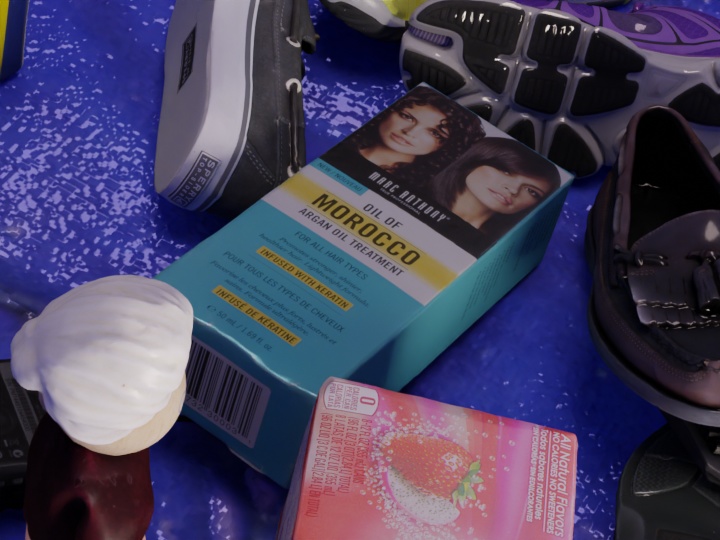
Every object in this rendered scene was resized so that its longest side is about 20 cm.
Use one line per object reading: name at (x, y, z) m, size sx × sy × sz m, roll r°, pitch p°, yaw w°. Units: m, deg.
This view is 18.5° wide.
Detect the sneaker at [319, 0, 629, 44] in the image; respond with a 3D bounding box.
sneaker at (0.059, -0.159, 1.022) m, size 0.200 × 0.077 × 0.075 m, roll -18°, pitch 55°, yaw -36°

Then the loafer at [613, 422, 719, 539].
loafer at (0.120, 0.115, 0.806) m, size 0.072 × 0.063 × 0.200 m, roll 17°, pitch 26°, yaw 14°

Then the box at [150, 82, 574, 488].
box at (0.000, 0.000, 0.868) m, size 0.082 × 0.049 × 0.200 m, roll 33°, pitch 40°, yaw 16°

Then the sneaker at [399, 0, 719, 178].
sneaker at (0.110, -0.087, 0.996) m, size 0.199 × 0.081 × 0.084 m, roll 10°, pitch 29°, yaw -16°

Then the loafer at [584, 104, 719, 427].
loafer at (0.125, -0.007, 0.870) m, size 0.072 × 0.063 × 0.200 m, roll 2°, pitch 23°, yaw -5°

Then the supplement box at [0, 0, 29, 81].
supplement box at (-0.238, -0.104, 0.879) m, size 0.109 × 0.110 × 0.200 m, roll 37°, pitch 49°, yaw 19°

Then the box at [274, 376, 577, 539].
box at (0.010, 0.147, 0.717) m, size 0.094 × 0.103 × 0.200 m, roll 12°, pitch 45°, yaw -3°

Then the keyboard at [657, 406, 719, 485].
keyboard at (0.206, 0.054, 0.878) m, size 0.199 × 0.021 × 0.127 m, roll 6°, pitch 25°, yaw -19°

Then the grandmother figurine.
grandmother figurine at (-0.084, 0.074, 0.690) m, size 0.060 × 0.200 × 0.122 m, roll -8°, pitch 51°, yaw -21°

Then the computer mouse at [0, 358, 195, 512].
computer mouse at (-0.084, 0.062, 0.826) m, size 0.199 × 0.034 × 0.059 m, roll -2°, pitch 42°, yaw -25°

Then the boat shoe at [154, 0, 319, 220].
boat shoe at (-0.049, -0.095, 0.959) m, size 0.056 × 0.069 × 0.200 m, roll 24°, pitch 44°, yaw -20°
